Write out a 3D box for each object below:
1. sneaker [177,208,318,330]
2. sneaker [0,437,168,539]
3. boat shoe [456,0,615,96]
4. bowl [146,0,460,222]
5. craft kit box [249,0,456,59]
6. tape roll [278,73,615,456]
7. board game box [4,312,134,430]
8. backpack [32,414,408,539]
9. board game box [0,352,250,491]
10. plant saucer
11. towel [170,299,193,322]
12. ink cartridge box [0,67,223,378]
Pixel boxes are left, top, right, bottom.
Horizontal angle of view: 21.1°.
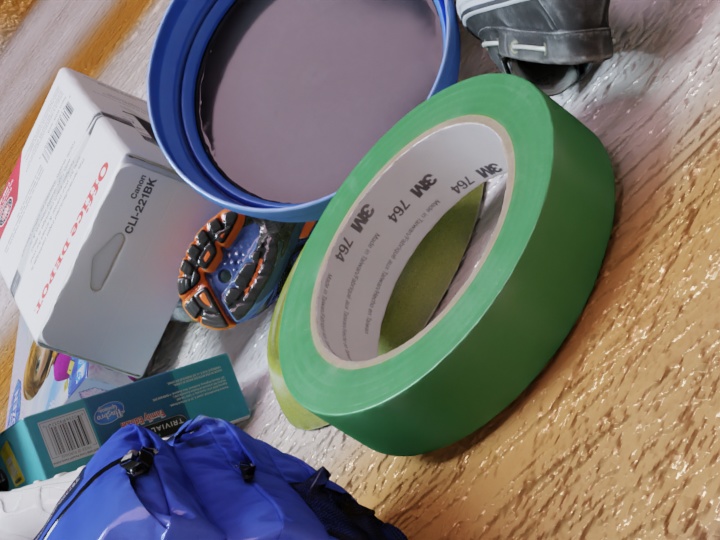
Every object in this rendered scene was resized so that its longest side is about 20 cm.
[{"bbox_3d":[-0.045,-0.050,1.265,0.200,0.075,0.078,-52,-14,6],"label":"sneaker"},{"bbox_3d":[-0.146,0.142,1.112,0.200,0.075,0.100,7,63,19],"label":"sneaker"},{"bbox_3d":[0.093,-0.130,1.055,0.200,0.072,0.071,-160,65,-87],"label":"boat shoe"},{"bbox_3d":[-0.032,-0.123,1.157,0.200,0.039,0.201,-9,69,23],"label":"bowl"},{"bbox_3d":[0.009,-0.204,1.297,0.200,0.049,0.198,-28,26,2],"label":"craft kit box"},{"bbox_3d":[0.041,-0.004,0.989,0.200,0.048,0.201,-37,34,30],"label":"tape roll"},{"bbox_3d":[-0.223,0.043,1.515,0.200,0.041,0.200,-46,35,49],"label":"board game box"},{"bbox_3d":[-0.068,0.149,0.897,0.163,0.168,0.200,-50,16,2],"label":"backpack"},{"bbox_3d":[-0.185,0.121,1.262,0.151,0.047,0.200,-17,-9,-36],"label":"board game box"},{"bbox_3d":[0.000,0.000,1.153,0.200,0.031,0.200,-49,21,27],"label":"plant saucer"},{"bbox_3d":[-0.125,-0.043,1.496,0.171,0.048,0.200,-62,19,-12],"label":"towel"},{"bbox_3d":[-0.180,-0.036,1.339,0.144,0.084,0.200,-63,28,12],"label":"ink cartridge box"}]
